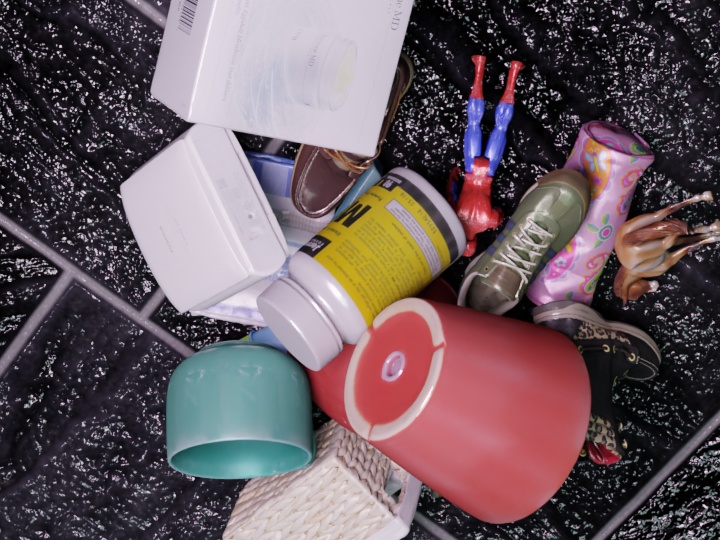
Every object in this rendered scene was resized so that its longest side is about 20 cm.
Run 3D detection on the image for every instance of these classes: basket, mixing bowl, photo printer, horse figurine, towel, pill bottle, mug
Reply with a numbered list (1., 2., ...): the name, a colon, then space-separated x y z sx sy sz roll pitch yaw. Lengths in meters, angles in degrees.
1. basket: -0.044 0.267 1.781 0.200 0.136 0.123 -39 103 24
2. mixing bowl: 0.031 0.106 1.681 0.198 0.109 0.202 -11 132 -12
3. photo printer: -0.169 -0.048 1.637 0.199 0.069 0.168 -24 92 56
4. horse figurine: 0.306 -0.026 1.619 0.131 0.200 0.050 -22 73 12
5. towel: -0.106 -0.029 1.721 0.145 0.024 0.202 12 114 -1
6. pill bottle: 0.000 0.000 1.582 0.200 0.114 0.115 -41 108 -16
7. mug: -0.125 0.146 1.654 0.150 0.116 0.185 -3 159 -1

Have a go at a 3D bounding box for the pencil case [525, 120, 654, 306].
1. pencil case: 0.233 -0.052 1.647 0.087 0.088 0.202 18 115 -3

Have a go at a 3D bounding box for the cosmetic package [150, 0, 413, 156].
1. cosmetic package: -0.069 -0.231 1.500 0.198 0.123 0.201 8 105 -28

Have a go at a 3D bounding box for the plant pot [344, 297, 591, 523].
1. plant pot: 0.093 0.122 1.532 0.176 0.201 0.201 25 117 -33

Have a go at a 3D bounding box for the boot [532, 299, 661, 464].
1. boot: 0.250 0.126 1.653 0.073 0.152 0.199 -18 150 34

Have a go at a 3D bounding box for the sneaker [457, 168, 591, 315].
1. sneaker: 0.159 -0.009 1.592 0.067 0.090 0.200 34 132 -7

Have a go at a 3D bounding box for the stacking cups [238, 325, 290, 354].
1. stacking cups: -0.091 0.082 1.721 0.199 0.061 0.061 -28 109 13

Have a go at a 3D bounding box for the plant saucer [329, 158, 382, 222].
1. plant saucer: -0.033 -0.029 1.671 0.019 0.070 0.201 31 104 -8

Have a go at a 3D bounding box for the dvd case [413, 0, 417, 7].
1. dvd case: -0.054 -0.319 1.591 0.198 0.016 0.150 -9 113 10

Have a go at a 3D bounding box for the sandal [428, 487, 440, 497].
1. sandal: 0.115 0.168 1.761 0.057 0.080 0.203 12 115 -15

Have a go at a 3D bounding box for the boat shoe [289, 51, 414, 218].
1. boat shoe: -0.011 -0.135 1.629 0.072 0.072 0.201 33 107 -11

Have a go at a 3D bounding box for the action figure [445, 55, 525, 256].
1. action figure: 0.126 -0.115 1.646 0.065 0.099 0.202 10 93 4
